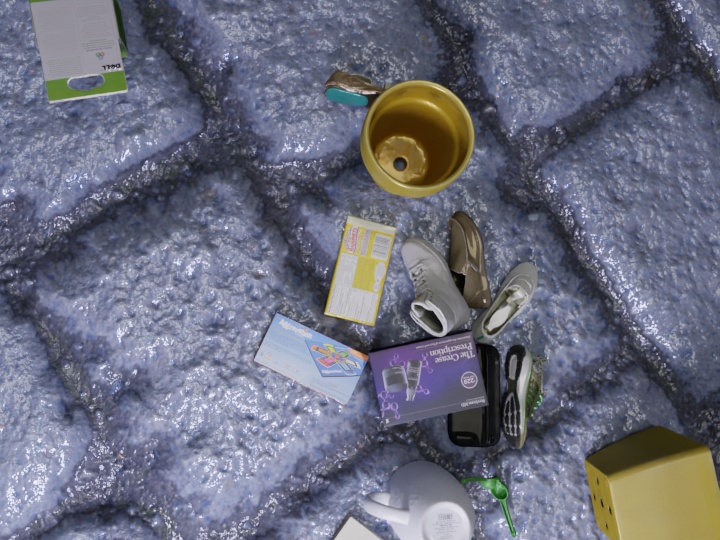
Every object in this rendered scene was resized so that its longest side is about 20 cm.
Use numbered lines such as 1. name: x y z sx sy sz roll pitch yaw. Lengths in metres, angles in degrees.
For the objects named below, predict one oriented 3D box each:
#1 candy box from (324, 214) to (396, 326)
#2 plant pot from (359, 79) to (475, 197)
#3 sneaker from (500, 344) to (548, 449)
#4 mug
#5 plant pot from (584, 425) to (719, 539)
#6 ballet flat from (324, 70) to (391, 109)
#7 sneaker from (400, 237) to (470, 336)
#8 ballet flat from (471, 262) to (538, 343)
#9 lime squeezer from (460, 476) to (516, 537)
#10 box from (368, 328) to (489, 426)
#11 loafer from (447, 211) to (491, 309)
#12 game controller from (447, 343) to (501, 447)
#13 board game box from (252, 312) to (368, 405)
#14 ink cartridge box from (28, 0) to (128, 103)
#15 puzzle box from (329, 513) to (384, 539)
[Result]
1. candy box: 0.000 0.000 1.141 0.101 0.026 0.201 14 82 -4
2. plant pot: 0.092 -0.226 1.096 0.199 0.189 0.202 1 83 -8
3. sneaker: 0.333 0.251 1.141 0.088 0.077 0.202 9 85 -15
4. mug: 0.103 0.428 1.034 0.198 0.175 0.149 11 82 -6
5. plant pot: 0.541 0.425 1.097 0.175 0.200 0.202 -10 85 3
6. ballet flat: 0.028 -0.355 1.166 0.199 0.071 0.066 17 68 -9
7. sneaker: 0.124 0.029 1.100 0.115 0.074 0.201 -20 73 -53
8. ballet flat: 0.298 0.064 1.156 0.069 0.069 0.200 42 80 -2
9. lime squeezer: 0.248 0.424 1.107 0.200 0.038 0.071 50 58 -26
10. box: 0.125 0.201 1.095 0.199 0.079 0.142 -13 87 2
11. loafer: 0.205 -0.018 1.146 0.067 0.076 0.201 -13 86 -15
12. game controller: 0.224 0.246 1.146 0.103 0.042 0.202 0 83 7
13. board game box: -0.094 0.169 1.114 0.199 0.019 0.103 26 83 -4
14. ink cartridge box: -0.518 -0.408 1.090 0.147 0.076 0.202 -11 87 -9
15. puzzle box: 0.017 0.570 1.083 0.200 0.025 0.133 39 81 -2
